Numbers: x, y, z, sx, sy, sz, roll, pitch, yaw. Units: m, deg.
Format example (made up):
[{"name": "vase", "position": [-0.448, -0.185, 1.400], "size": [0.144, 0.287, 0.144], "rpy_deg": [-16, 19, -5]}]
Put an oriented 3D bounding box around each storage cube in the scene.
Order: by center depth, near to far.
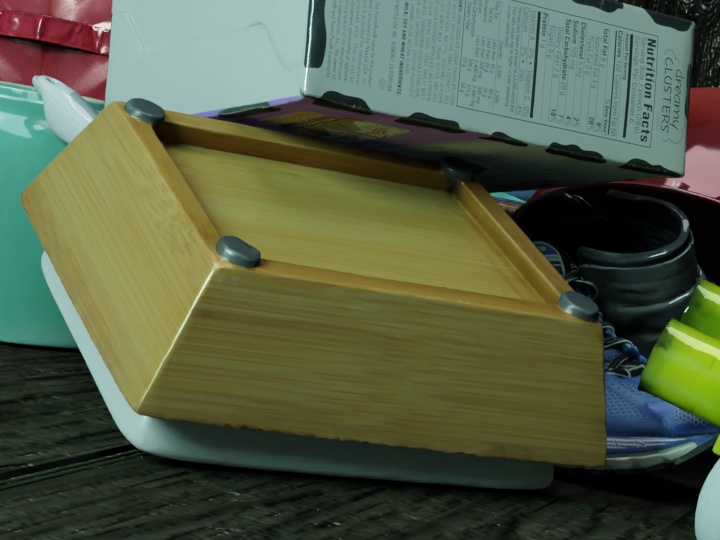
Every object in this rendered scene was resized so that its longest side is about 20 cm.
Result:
[{"name": "storage cube", "position": [-0.194, -0.099, 1.435], "size": [0.170, 0.181, 0.200], "rpy_deg": [10, 3, 4]}]

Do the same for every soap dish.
[{"name": "soap dish", "position": [-0.014, 0.008, 0.832], "size": [0.199, 0.082, 0.157], "rpy_deg": [9, 26, -29]}]

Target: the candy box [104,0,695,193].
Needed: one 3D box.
[{"name": "candy box", "position": [0.015, -0.082, 0.936], "size": [0.199, 0.072, 0.167], "rpy_deg": [8, -7, -34]}]

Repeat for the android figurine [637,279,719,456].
[{"name": "android figurine", "position": [0.209, 0.068, 0.844], "size": [0.199, 0.041, 0.182], "rpy_deg": [27, 22, 10]}]

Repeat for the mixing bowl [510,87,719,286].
[{"name": "mixing bowl", "position": [0.179, -0.018, 1.077], "size": [0.199, 0.109, 0.201], "rpy_deg": [21, -30, 13]}]

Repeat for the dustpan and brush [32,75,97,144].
[{"name": "dustpan and brush", "position": [-0.091, -0.016, 0.949], "size": [0.200, 0.057, 0.139], "rpy_deg": [38, 20, 32]}]

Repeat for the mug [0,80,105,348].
[{"name": "mug", "position": [-0.158, -0.030, 1.057], "size": [0.184, 0.115, 0.152], "rpy_deg": [8, 5, -18]}]

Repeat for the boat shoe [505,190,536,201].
[{"name": "boat shoe", "position": [0.132, -0.062, 1.206], "size": [0.199, 0.068, 0.072], "rpy_deg": [22, -23, -22]}]

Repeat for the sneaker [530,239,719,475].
[{"name": "sneaker", "position": [0.079, 0.034, 0.935], "size": [0.199, 0.090, 0.078], "rpy_deg": [16, 7, 36]}]

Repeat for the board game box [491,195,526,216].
[{"name": "board game box", "position": [0.000, 0.000, 1.138], "size": [0.159, 0.098, 0.199], "rpy_deg": [14, 6, 38]}]

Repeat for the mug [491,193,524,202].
[{"name": "mug", "position": [0.098, -0.028, 1.395], "size": [0.184, 0.115, 0.152], "rpy_deg": [3, -21, 17]}]

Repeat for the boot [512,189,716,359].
[{"name": "boot", "position": [0.163, 0.026, 0.981], "size": [0.199, 0.070, 0.132], "rpy_deg": [2, -41, 35]}]

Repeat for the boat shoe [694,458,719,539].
[{"name": "boat shoe", "position": [0.213, 0.086, 0.703], "size": [0.199, 0.071, 0.091], "rpy_deg": [1, 19, -23]}]
